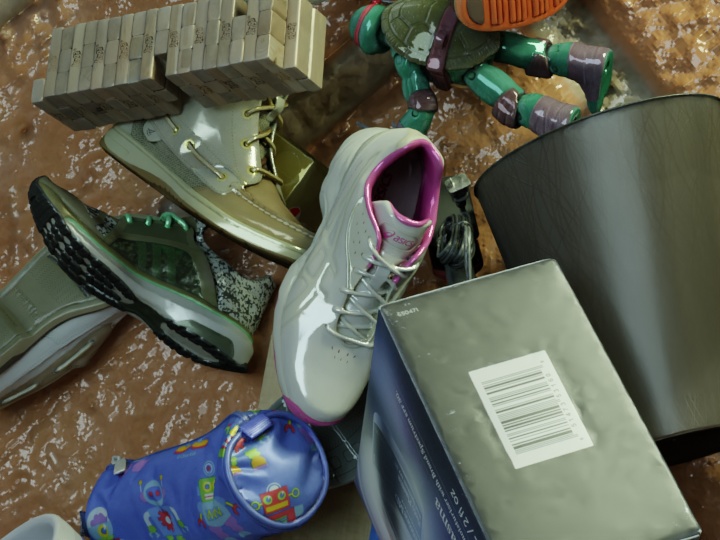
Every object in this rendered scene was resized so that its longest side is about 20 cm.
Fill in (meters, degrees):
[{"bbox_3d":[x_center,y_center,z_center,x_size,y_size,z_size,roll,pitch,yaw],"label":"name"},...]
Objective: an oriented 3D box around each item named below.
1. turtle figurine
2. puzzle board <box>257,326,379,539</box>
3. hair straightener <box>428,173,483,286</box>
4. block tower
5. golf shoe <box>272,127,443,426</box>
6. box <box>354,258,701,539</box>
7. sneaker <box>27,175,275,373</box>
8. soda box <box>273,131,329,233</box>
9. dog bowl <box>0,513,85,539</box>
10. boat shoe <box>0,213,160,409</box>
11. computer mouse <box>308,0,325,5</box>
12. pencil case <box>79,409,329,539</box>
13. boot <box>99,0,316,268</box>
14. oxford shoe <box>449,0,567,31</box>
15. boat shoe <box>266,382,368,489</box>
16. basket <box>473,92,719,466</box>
[{"bbox_3d":[0.062,-0.138,1.353,0.199,0.101,0.150,19,69,19],"label":"turtle figurine"},{"bbox_3d":[-0.007,0.132,1.370,0.150,0.017,0.201,5,79,26],"label":"puzzle board"},{"bbox_3d":[0.055,-0.021,1.282,0.041,0.200,0.077,-7,113,7],"label":"hair straightener"},{"bbox_3d":[-0.122,-0.140,1.333,0.199,0.054,0.058,-8,66,28],"label":"block tower"},{"bbox_3d":[0.000,0.000,1.266,0.091,0.075,0.201,-8,65,66],"label":"golf shoe"},{"bbox_3d":[0.088,0.140,1.187,0.123,0.199,0.200,-15,55,-15],"label":"box"},{"bbox_3d":[-0.144,-0.013,1.411,0.089,0.200,0.077,-58,16,-22],"label":"sneaker"},{"bbox_3d":[-0.106,-0.094,1.451,0.200,0.064,0.068,37,92,28],"label":"soda box"},{"bbox_3d":[-0.244,0.264,1.344,0.200,0.200,0.079,-42,105,10],"label":"dog bowl"},{"bbox_3d":[-0.218,0.031,1.469,0.200,0.068,0.075,-31,58,-8],"label":"boat shoe"},{"bbox_3d":[-0.025,-0.222,1.400,0.109,0.200,0.044,12,121,22],"label":"computer mouse"},{"bbox_3d":[-0.107,0.147,1.333,0.200,0.078,0.087,-24,99,48],"label":"pencil case"},{"bbox_3d":[-0.067,-0.098,1.360,0.200,0.072,0.155,33,88,29],"label":"boot"},{"bbox_3d":[0.114,-0.222,1.342,0.073,0.072,0.200,24,46,34],"label":"oxford shoe"},{"bbox_3d":[0.016,0.088,1.333,0.202,0.065,0.075,-33,76,19],"label":"boat shoe"},{"bbox_3d":[0.173,0.016,1.251,0.180,0.136,0.201,-27,69,38],"label":"basket"}]
